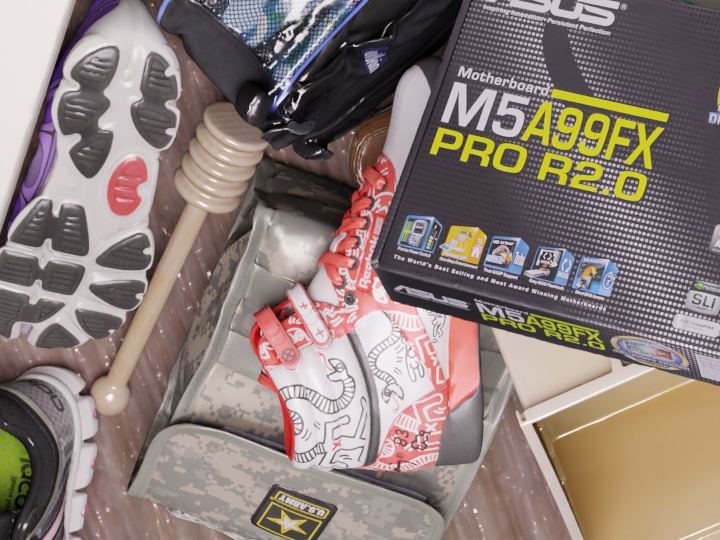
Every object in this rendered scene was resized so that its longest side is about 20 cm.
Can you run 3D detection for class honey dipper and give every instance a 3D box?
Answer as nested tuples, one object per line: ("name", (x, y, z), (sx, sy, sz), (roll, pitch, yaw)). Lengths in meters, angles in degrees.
("honey dipper", (-0.101, 0.001, 1.365), (0.038, 0.038, 0.200), (22, 121, -10))

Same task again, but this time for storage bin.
("storage bin", (0.172, 0.043, 1.270), (0.198, 0.094, 0.200), (-23, 147, 3))

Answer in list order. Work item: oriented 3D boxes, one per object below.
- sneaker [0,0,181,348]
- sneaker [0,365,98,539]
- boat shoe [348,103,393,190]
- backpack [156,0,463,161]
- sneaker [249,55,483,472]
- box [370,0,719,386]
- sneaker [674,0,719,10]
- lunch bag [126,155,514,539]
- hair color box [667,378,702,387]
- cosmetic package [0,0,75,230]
("sneaker", (-0.138, -0.049, 1.349), (0.080, 0.084, 0.200), (15, 116, -16))
("sneaker", (-0.188, 0.149, 1.376), (0.074, 0.087, 0.201), (4, 89, 27))
("boat shoe", (0.084, -0.047, 1.315), (0.199, 0.068, 0.072), (6, 109, 16))
("backpack", (-0.007, -0.171, 1.262), (0.200, 0.183, 0.147), (-43, 86, 5))
("sneaker", (0.000, 0.001, 1.263), (0.107, 0.067, 0.202), (-5, 102, -7))
("box", (0.123, -0.042, 1.176), (0.199, 0.044, 0.161), (15, 73, 18))
("sneaker", (0.132, -0.121, 1.283), (0.200, 0.080, 0.071), (-26, 150, -14))
("lunch bag", (-0.016, 0.066, 1.371), (0.164, 0.118, 0.201), (20, 107, -8))
("hair color box", (0.166, -0.040, 1.377), (0.099, 0.061, 0.201), (0, 108, -3))
("cosmetic package", (-0.206, -0.085, 1.319), (0.087, 0.103, 0.201), (18, 105, -9))
